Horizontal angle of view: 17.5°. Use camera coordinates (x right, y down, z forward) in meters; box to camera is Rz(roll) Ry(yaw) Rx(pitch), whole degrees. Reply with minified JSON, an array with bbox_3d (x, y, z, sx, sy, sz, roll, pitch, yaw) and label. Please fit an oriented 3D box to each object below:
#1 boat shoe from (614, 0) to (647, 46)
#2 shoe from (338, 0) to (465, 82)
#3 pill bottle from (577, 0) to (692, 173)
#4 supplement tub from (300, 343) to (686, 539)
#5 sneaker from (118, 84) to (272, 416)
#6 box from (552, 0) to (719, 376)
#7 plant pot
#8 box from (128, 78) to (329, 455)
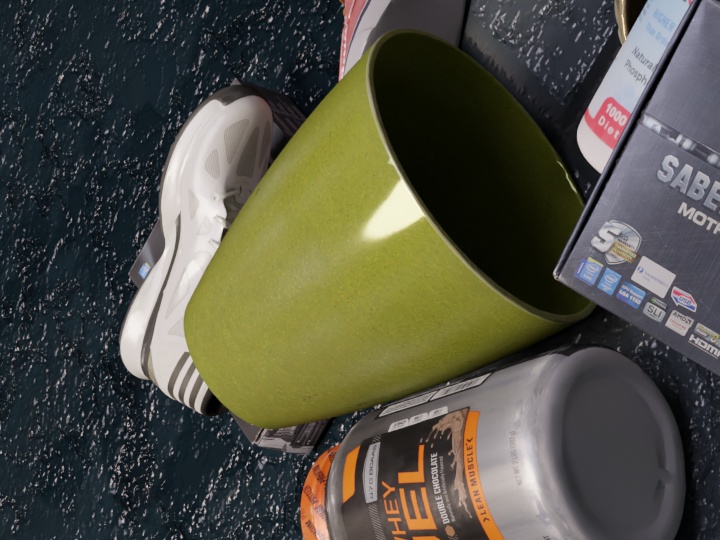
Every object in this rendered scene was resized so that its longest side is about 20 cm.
[{"bbox_3d":[0.175,-0.208,1.230,0.073,0.063,0.202,12,116,11],"label":"boat shoe"},{"bbox_3d":[0.015,-0.174,1.453,0.091,0.071,0.202,10,81,51],"label":"shoe"},{"bbox_3d":[0.200,-0.125,1.185,0.109,0.108,0.201,46,114,45],"label":"pill bottle"},{"bbox_3d":[0.067,0.119,1.260,0.199,0.122,0.124,-22,63,44],"label":"supplement tub"},{"bbox_3d":[-0.072,-0.005,1.434,0.115,0.075,0.202,31,110,40],"label":"sneaker"},{"bbox_3d":[0.213,-0.018,1.110,0.199,0.051,0.159,31,105,14],"label":"box"},{"bbox_3d":[0.000,0.000,1.303,0.200,0.186,0.188,-37,53,28],"label":"plant pot"},{"bbox_3d":[-0.057,-0.004,1.497,0.158,0.050,0.200,-60,42,18],"label":"box"}]
